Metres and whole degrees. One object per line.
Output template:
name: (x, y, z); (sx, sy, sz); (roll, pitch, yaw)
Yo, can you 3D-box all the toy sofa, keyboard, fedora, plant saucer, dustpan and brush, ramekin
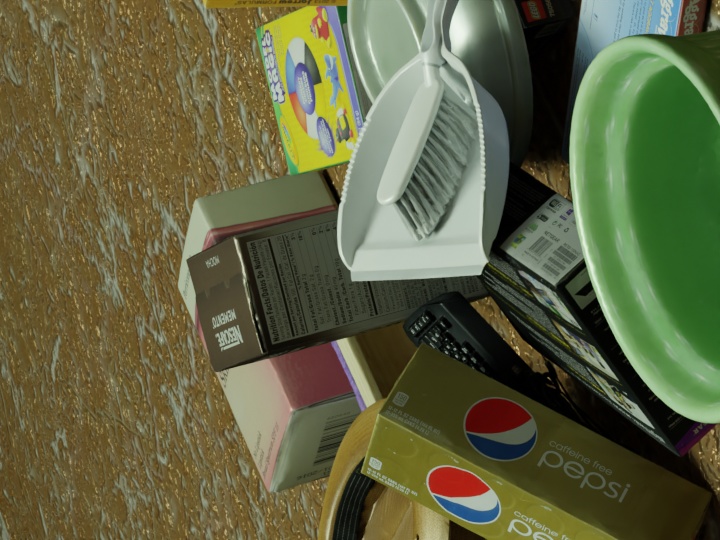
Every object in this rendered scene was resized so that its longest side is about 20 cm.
toy sofa: (0.025, 0.071, 1.905); (0.098, 0.082, 0.201); (110, 140, -54)
keyboard: (0.102, 0.098, 1.667); (0.200, 0.040, 0.104); (46, 149, 2)
fedora: (0.039, 0.182, 1.769); (0.200, 0.081, 0.202); (-174, 90, -66)
plant saucer: (0.037, -0.141, 1.667); (0.200, 0.050, 0.201); (51, 151, 43)
dustpan and brush: (0.043, -0.098, 1.567); (0.139, 0.057, 0.201); (-3, 63, 54)
ramekin: (0.196, -0.031, 1.375); (0.200, 0.097, 0.201); (166, 90, -69)

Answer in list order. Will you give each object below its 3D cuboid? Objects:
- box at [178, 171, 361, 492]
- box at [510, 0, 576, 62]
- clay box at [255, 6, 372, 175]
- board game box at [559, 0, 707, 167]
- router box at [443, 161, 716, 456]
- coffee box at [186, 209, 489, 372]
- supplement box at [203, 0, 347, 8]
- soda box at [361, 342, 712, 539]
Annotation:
box: (-0.050, 0.045, 2.045); (0.128, 0.108, 0.201); (106, 143, -54)
box: (0.064, -0.182, 1.697); (0.200, 0.040, 0.138); (133, 120, -66)
clay box: (-0.022, -0.133, 1.941); (0.200, 0.047, 0.116); (170, 87, -69)
board game box: (0.155, -0.116, 1.535); (0.103, 0.019, 0.201); (-122, 27, -43)
router box: (0.120, 0.010, 1.577); (0.149, 0.051, 0.200); (52, 173, -31)
coffee box: (0.000, 0.000, 1.756); (0.113, 0.199, 0.080); (160, 95, -70)
supplement box: (-0.061, -0.276, 1.800); (0.086, 0.110, 0.201); (105, 159, -50)
soda box: (0.105, 0.127, 1.611); (0.199, 0.064, 0.068); (27, 143, 9)
